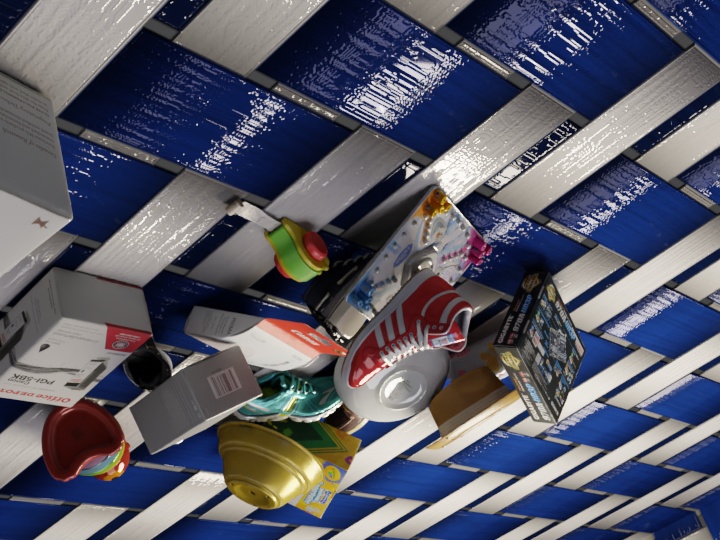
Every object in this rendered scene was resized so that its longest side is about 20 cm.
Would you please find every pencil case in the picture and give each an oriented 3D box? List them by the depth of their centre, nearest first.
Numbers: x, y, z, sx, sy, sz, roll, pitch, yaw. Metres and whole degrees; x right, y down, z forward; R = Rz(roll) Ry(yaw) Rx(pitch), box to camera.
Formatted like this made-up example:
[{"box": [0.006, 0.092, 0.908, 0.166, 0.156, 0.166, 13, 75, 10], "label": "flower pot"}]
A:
[{"box": [0.240, 0.148, 1.917, 0.200, 0.083, 0.091, -27, 166, 14], "label": "pencil case"}]

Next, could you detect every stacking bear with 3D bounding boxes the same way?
[{"box": [-0.418, 0.277, 1.744, 0.121, 0.114, 0.200, -30, 161, -8], "label": "stacking bear"}]

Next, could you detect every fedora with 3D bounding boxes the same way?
[{"box": [0.178, 0.219, 1.836, 0.200, 0.082, 0.201, -31, 169, -7], "label": "fedora"}]

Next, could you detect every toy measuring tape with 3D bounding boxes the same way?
[{"box": [-0.101, -0.031, 1.465, 0.074, 0.074, 0.200, -32, 147, 21], "label": "toy measuring tape"}]

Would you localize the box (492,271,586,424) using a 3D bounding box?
[{"box": [0.291, 0.125, 1.782, 0.046, 0.159, 0.200, 1, 138, 36], "label": "box"}]

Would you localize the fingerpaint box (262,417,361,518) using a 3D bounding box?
[{"box": [-0.108, 0.334, 1.957, 0.167, 0.073, 0.200, 25, 141, 1], "label": "fingerpaint box"}]

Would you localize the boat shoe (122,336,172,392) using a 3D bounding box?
[{"box": [-0.313, 0.142, 1.625, 0.070, 0.066, 0.200, -13, 148, -9], "label": "boat shoe"}]

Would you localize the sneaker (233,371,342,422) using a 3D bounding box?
[{"box": [-0.115, 0.204, 1.827, 0.200, 0.078, 0.080, -6, 138, -21], "label": "sneaker"}]

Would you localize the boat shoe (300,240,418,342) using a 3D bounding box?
[{"box": [0.000, 0.000, 1.579, 0.200, 0.093, 0.075, -47, 143, -7], "label": "boat shoe"}]

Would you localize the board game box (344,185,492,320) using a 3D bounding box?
[{"box": [0.089, 0.003, 1.575, 0.200, 0.026, 0.200, -51, 145, -1], "label": "board game box"}]

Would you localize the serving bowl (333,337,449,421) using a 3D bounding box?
[{"box": [0.060, 0.176, 1.814, 0.200, 0.066, 0.200, -10, 126, -14], "label": "serving bowl"}]

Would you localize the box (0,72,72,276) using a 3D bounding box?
[{"box": [-0.430, -0.093, 1.093, 0.199, 0.171, 0.200, -33, 146, 22], "label": "box"}]

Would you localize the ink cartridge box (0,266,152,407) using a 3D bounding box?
[{"box": [-0.400, 0.095, 1.490, 0.147, 0.083, 0.200, 17, 134, -45], "label": "ink cartridge box"}]

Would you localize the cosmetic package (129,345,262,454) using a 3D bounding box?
[{"box": [-0.240, 0.188, 1.596, 0.107, 0.090, 0.200, -23, 175, -41], "label": "cosmetic package"}]

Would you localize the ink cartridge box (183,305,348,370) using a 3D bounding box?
[{"box": [-0.127, 0.107, 1.591, 0.200, 0.057, 0.163, 12, 166, 34], "label": "ink cartridge box"}]

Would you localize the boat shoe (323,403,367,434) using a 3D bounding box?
[{"box": [-0.005, 0.213, 1.901, 0.072, 0.072, 0.200, 21, 127, -43], "label": "boat shoe"}]

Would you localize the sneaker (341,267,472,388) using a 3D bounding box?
[{"box": [0.068, 0.100, 1.517, 0.200, 0.112, 0.071, -50, 146, -4], "label": "sneaker"}]

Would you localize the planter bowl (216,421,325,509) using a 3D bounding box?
[{"box": [-0.166, 0.342, 1.855, 0.200, 0.084, 0.200, 17, 147, 12], "label": "planter bowl"}]
